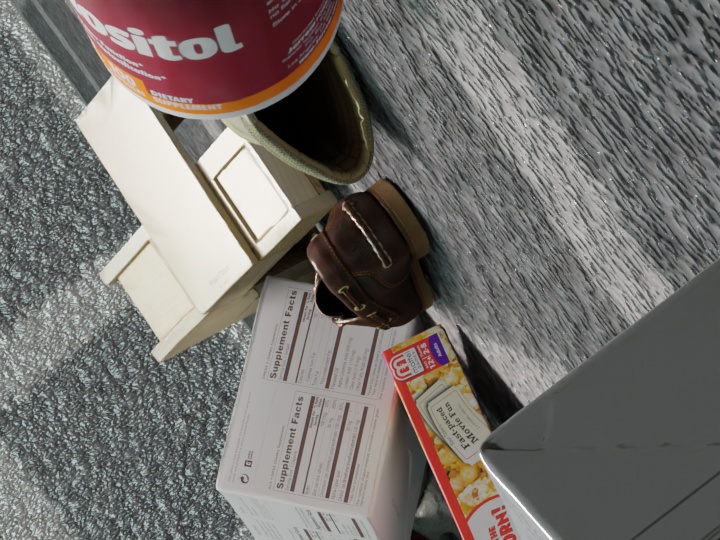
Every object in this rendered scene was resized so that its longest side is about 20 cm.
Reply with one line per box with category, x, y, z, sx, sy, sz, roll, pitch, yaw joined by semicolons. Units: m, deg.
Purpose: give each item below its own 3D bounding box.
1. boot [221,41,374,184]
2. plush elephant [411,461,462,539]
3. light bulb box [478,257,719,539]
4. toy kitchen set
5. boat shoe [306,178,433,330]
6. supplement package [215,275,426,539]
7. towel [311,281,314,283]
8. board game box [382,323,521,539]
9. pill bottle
boot;-0.076;-0.134;1.021;0.200;0.072;0.155;51;175;-24
plush elephant;0.041;0.214;1.614;0.165;0.154;0.200;57;173;-31
light bulb box;0.154;0.122;0.500;0.198;0.124;0.201;47;168;47
toy kitchen set;-0.085;-0.077;1.392;0.164;0.180;0.200;55;134;7
boat shoe;0.000;0.000;1.192;0.071;0.070;0.200;50;174;15
supplement package;-0.017;0.117;1.405;0.110;0.157;0.200;9;161;10
towel;-0.051;0.089;1.530;0.018;0.202;0.086;-3;171;39
board game box;0.084;0.152;1.271;0.152;0.046;0.201;62;-176;-66
pill bottle;-0.070;-0.144;0.745;0.113;0.113;0.200;51;173;18
